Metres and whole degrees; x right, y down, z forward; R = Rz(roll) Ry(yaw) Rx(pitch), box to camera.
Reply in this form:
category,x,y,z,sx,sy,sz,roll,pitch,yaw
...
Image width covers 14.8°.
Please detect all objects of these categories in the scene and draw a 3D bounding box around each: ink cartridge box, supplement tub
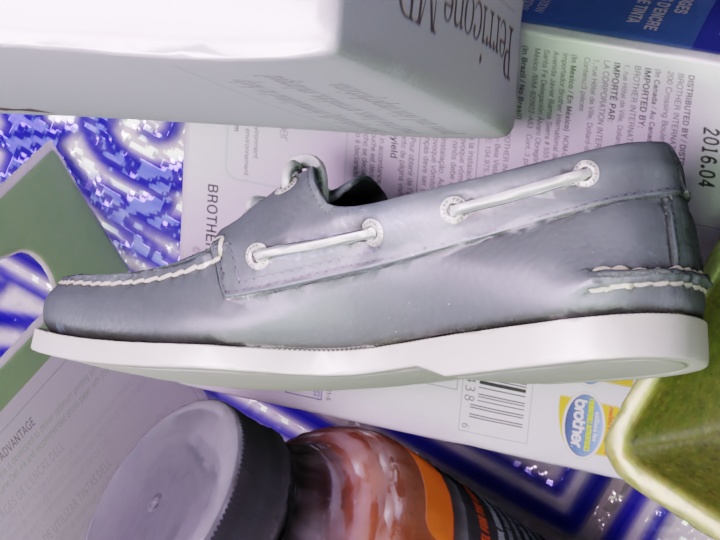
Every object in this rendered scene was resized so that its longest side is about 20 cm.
category,x,y,z,sx,sy,sz,roll,pitch,yaw
ink cartridge box,-0.085,0.080,0.848,0.048,0.146,0.200,-26,104,31
ink cartridge box,0.053,-0.019,0.792,0.199,0.076,0.137,12,118,15
supplement tub,0.015,0.115,0.818,0.200,0.107,0.107,35,124,-27

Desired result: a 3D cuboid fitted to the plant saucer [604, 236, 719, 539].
category,x,y,z,sx,sy,sz,roll,pitch,yaw
plant saucer,0.196,0.015,0.708,0.200,0.048,0.200,32,98,20

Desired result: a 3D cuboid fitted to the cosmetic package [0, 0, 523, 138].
category,x,y,z,sx,sy,sz,roll,pitch,yaw
cosmetic package,-0.051,-0.141,0.675,0.164,0.165,0.201,3,88,17

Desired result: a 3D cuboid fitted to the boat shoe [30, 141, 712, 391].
category,x,y,z,sx,sy,sz,roll,pitch,yaw
boat shoe,0.000,0.000,0.747,0.199,0.073,0.062,-3,83,30
